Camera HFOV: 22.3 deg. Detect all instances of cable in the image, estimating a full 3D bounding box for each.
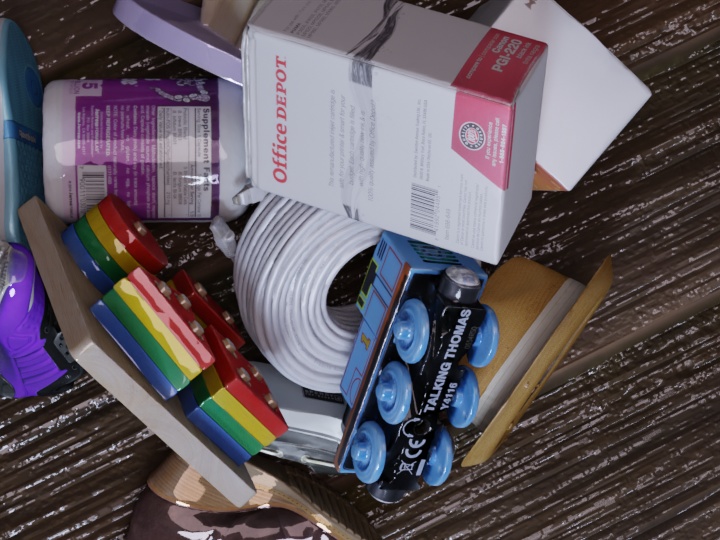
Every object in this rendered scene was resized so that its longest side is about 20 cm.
[{"bbox_3d":[0.000,0.000,1.414,0.198,0.069,0.201,-25,129,-10],"label":"cable"}]

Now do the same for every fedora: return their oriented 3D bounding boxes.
[{"bbox_3d":[0.117,0.056,1.425,0.081,0.201,0.201,35,88,8],"label":"fedora"}]

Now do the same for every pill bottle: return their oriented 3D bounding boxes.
[{"bbox_3d":[-0.144,-0.093,1.414,0.197,0.112,0.114,-1,93,-7],"label":"pill bottle"}]

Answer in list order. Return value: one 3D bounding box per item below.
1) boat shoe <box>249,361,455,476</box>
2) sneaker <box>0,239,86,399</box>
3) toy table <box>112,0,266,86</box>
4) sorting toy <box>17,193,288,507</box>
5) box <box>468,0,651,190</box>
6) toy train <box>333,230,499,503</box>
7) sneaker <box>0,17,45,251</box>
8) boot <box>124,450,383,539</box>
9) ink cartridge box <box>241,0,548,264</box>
[{"bbox_3d":[-0.022,0.128,1.467,0.198,0.071,0.064,18,123,-15],"label":"boat shoe"},{"bbox_3d":[-0.239,0.039,1.380,0.098,0.201,0.070,6,62,-10],"label":"sneaker"},{"bbox_3d":[-0.074,-0.208,1.393,0.198,0.184,0.118,21,107,-22],"label":"toy table"},{"bbox_3d":[-0.146,0.042,1.337,0.069,0.200,0.199,-38,128,5],"label":"sorting toy"},{"bbox_3d":[0.124,-0.137,1.399,0.124,0.200,0.098,41,88,-6],"label":"box"},{"bbox_3d":[0.037,0.073,1.363,0.086,0.114,0.202,5,119,-26],"label":"toy train"},{"bbox_3d":[-0.314,-0.094,1.414,0.129,0.080,0.202,-8,73,15],"label":"sneaker"},{"bbox_3d":[-0.097,0.235,1.470,0.199,0.072,0.167,29,101,-8],"label":"boot"},{"bbox_3d":[0.022,-0.107,1.279,0.198,0.085,0.147,17,135,16],"label":"ink cartridge box"}]
